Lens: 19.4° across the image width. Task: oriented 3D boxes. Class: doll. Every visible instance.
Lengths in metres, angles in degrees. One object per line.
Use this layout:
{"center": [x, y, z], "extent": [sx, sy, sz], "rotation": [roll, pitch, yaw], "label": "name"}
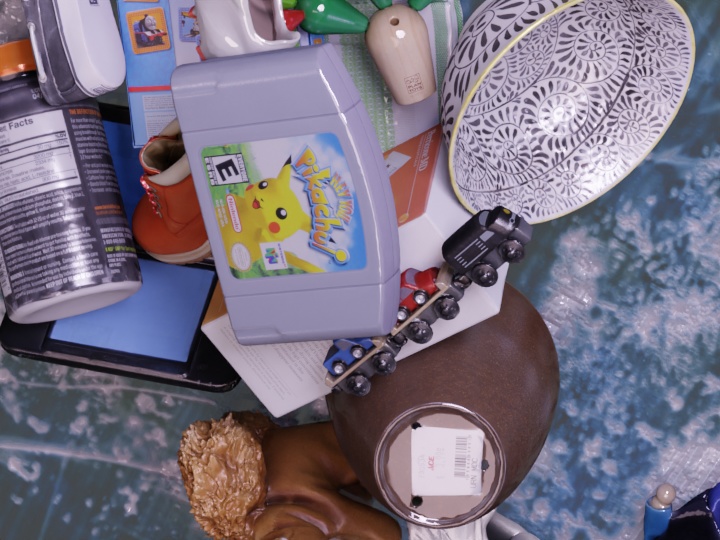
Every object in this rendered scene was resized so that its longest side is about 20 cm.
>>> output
{"center": [0.287, 0.211, 1.658], "extent": [0.199, 0.049, 0.137], "rotation": [-35, 103, 27], "label": "doll"}

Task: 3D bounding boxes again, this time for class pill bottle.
{"center": [-0.236, -0.070, 1.580], "extent": [0.105, 0.106, 0.202], "rotation": [-18, 82, 23], "label": "pill bottle"}

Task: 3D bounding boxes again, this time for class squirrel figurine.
{"center": [-0.069, 0.201, 1.670], "extent": [0.199, 0.187, 0.142], "rotation": [32, 121, -3], "label": "squirrel figurine"}

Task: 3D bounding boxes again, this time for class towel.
{"center": [-0.019, -0.129, 1.556], "extent": [0.198, 0.031, 0.151], "rotation": [-2, 103, 16], "label": "towel"}

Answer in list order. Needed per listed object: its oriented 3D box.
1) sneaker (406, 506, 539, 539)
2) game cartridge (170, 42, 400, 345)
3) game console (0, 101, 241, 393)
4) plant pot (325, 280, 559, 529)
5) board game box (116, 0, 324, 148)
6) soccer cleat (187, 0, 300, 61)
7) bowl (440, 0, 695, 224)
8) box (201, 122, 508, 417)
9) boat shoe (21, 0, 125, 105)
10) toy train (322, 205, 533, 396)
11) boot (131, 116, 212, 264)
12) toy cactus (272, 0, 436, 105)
{"center": [0.111, 0.259, 1.718], "extent": [0.099, 0.078, 0.201], "rotation": [-17, 113, 19], "label": "sneaker"}
{"center": [-0.044, -0.047, 1.404], "extent": [0.132, 0.040, 0.202], "rotation": [-7, 109, 23], "label": "game cartridge"}
{"center": [-0.173, -0.020, 1.628], "extent": [0.198, 0.177, 0.117], "rotation": [10, 148, 11], "label": "game console"}
{"center": [0.060, 0.110, 1.553], "extent": [0.185, 0.200, 0.189], "rotation": [0, 104, 2], "label": "plant pot"}
{"center": [-0.104, -0.194, 1.533], "extent": [0.150, 0.037, 0.202], "rotation": [-1, 105, 18], "label": "board game box"}
{"center": [-0.095, -0.231, 1.401], "extent": [0.077, 0.069, 0.202], "rotation": [-11, 104, 39], "label": "soccer cleat"}
{"center": [0.125, -0.138, 1.473], "extent": [0.094, 0.199, 0.202], "rotation": [52, 130, 37], "label": "bowl"}
{"center": [0.000, 0.000, 1.523], "extent": [0.199, 0.125, 0.098], "rotation": [-26, 117, 25], "label": "box"}
{"center": [-0.226, -0.220, 1.530], "extent": [0.067, 0.072, 0.202], "rotation": [-15, 89, 23], "label": "boat shoe"}
{"center": [0.038, 0.022, 1.433], "extent": [0.046, 0.034, 0.200], "rotation": [40, 122, -13], "label": "toy train"}
{"center": [-0.128, -0.065, 1.525], "extent": [0.107, 0.076, 0.199], "rotation": [15, 153, -33], "label": "boot"}
{"center": [0.019, -0.197, 1.464], "extent": [0.199, 0.102, 0.166], "rotation": [-26, 109, -13], "label": "toy cactus"}
